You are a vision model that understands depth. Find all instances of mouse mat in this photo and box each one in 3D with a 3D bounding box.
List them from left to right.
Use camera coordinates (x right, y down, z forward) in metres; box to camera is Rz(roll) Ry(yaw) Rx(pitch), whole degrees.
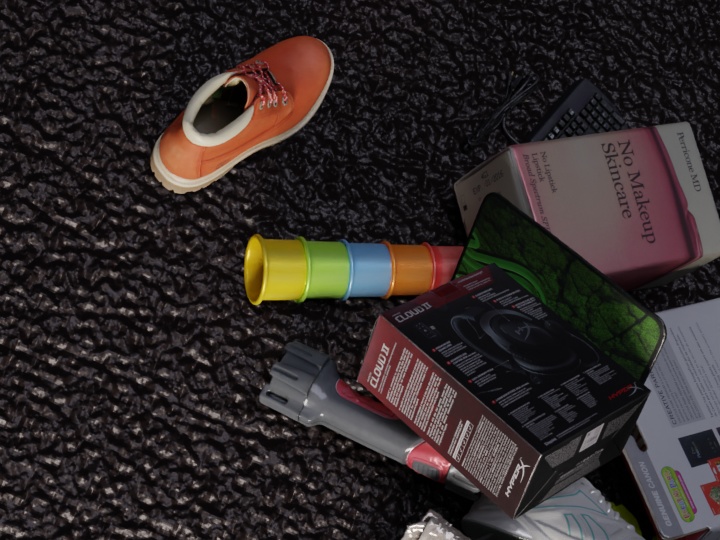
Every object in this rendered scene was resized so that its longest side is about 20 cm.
[{"bbox_3d":[0.153,0.049,1.500,0.200,0.162,0.007,40,40,26],"label":"mouse mat"}]

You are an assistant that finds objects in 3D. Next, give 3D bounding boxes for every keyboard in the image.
[{"bbox_3d":[0.158,-0.108,1.661,0.127,0.021,0.200,41,64,-1],"label":"keyboard"}]

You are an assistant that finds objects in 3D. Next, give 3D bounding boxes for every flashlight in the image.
[{"bbox_3d":[0.021,0.119,1.490,0.199,0.068,0.068,26,100,12],"label":"flashlight"}]

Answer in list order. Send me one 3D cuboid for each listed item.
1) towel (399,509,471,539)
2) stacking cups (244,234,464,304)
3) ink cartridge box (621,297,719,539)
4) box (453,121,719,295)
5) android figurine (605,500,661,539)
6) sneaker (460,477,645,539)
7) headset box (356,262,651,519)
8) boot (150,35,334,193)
[{"bbox_3d":[0.090,0.298,1.448,0.199,0.034,0.133,37,103,-2],"label":"towel"},{"bbox_3d":[0.000,0.000,1.558,0.198,0.060,0.061,1,71,-23],"label":"stacking cups"},{"bbox_3d":[0.277,0.140,1.553,0.174,0.084,0.201,-10,63,-24],"label":"ink cartridge box"},{"bbox_3d":[0.202,-0.046,1.587,0.198,0.109,0.129,-10,78,-29],"label":"box"},{"bbox_3d":[0.197,0.278,1.527,0.180,0.041,0.202,-13,77,-21],"label":"android figurine"},{"bbox_3d":[0.185,0.210,1.472,0.199,0.071,0.081,18,60,19],"label":"sneaker"},{"bbox_3d":[0.107,0.086,1.447,0.200,0.078,0.148,39,40,27],"label":"headset box"},{"bbox_3d":[-0.088,-0.149,1.550,0.075,0.107,0.200,46,63,4],"label":"boot"}]
